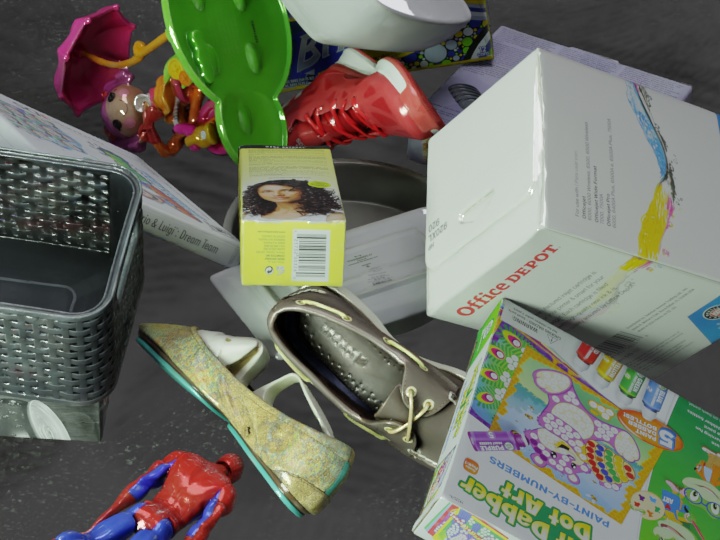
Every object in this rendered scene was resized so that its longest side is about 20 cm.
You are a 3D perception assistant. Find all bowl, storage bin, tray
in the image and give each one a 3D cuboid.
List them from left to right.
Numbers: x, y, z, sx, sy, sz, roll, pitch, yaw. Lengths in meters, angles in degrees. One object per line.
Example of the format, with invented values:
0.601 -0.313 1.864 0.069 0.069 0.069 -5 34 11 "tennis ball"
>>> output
-0.248 -0.002 1.157 0.199 0.094 0.136 9 48 0 "storage bin"
-0.018 -0.250 1.428 0.200 0.075 0.199 52 25 15 "bowl"
0.000 0.000 1.296 0.199 0.022 0.107 -18 44 -26 "tray"

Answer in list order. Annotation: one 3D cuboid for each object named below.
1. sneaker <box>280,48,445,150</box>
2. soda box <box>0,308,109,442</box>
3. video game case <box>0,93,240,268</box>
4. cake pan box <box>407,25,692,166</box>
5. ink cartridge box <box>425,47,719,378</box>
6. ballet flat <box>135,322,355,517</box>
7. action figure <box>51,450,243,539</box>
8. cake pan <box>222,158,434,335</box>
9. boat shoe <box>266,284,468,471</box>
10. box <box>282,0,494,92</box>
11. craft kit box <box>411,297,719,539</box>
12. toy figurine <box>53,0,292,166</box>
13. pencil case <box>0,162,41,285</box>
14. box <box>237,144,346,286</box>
-0.010 -0.115 1.433 0.115 0.078 0.200 -39 18 -5 "sneaker"
-0.272 0.067 1.204 0.199 0.071 0.063 4 42 -2 "soda box"
-0.201 -0.075 1.324 0.182 0.024 0.200 25 9 -40 "video game case"
0.167 -0.126 1.512 0.199 0.052 0.184 20 43 19 "cake pan box"
0.164 -0.035 1.233 0.199 0.147 0.145 16 58 -25 "ink cartridge box"
-0.074 0.085 1.200 0.070 0.071 0.200 -24 49 -31 "ballet flat"
-0.140 0.166 1.113 0.065 0.052 0.200 32 41 23 "action figure"
-0.007 -0.016 1.363 0.199 0.037 0.201 3 38 -2 "cake pan"
0.023 0.082 1.181 0.200 0.072 0.059 39 22 11 "boat shoe"
0.014 -0.213 1.550 0.199 0.070 0.064 -9 30 6 "box"
0.148 0.135 1.129 0.199 0.049 0.198 28 42 -5 "craft kit box"
-0.166 -0.156 1.446 0.183 0.201 0.150 -14 0 36 "toy figurine"
-0.277 -0.020 1.308 0.090 0.083 0.200 9 36 -18 "pencil case"
-0.052 -0.043 1.274 0.075 0.050 0.200 0 18 -6 "box"
